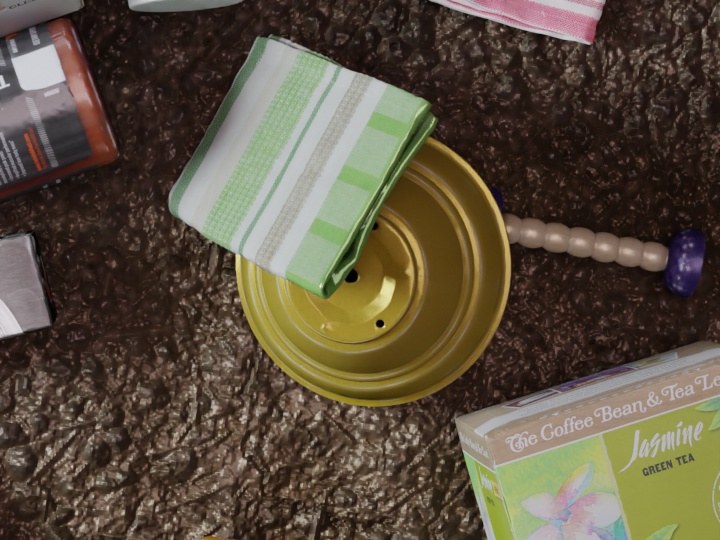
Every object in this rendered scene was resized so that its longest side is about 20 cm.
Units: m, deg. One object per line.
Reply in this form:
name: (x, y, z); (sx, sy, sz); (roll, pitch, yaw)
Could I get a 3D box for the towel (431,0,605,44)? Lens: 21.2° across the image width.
towel: (0.126, -0.277, 1.391); (0.145, 0.030, 0.201); (15, 89, -7)

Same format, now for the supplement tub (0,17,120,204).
supplement tub: (-0.271, -0.092, 1.309); (0.199, 0.107, 0.108); (-21, 93, -6)

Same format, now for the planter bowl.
planter bowl: (0.000, 0.000, 1.325); (0.199, 0.083, 0.202); (1, 95, 12)

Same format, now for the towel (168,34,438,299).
towel: (-0.042, -0.072, 1.303); (0.031, 0.200, 0.150); (30, 89, -41)

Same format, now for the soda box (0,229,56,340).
soda box: (-0.314, 0.028, 1.328); (0.199, 0.063, 0.071); (-14, 92, -6)

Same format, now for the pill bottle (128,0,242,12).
pill bottle: (-0.127, -0.283, 1.320); (0.110, 0.111, 0.201); (-5, 92, -6)

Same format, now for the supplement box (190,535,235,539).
supplement box: (-0.163, 0.264, 1.308); (0.199, 0.073, 0.127); (-11, 93, -31)

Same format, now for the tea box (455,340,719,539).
tea box: (0.194, 0.171, 1.353); (0.199, 0.134, 0.198); (-18, 92, -6)

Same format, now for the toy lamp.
toy lamp: (0.145, -0.021, 1.384); (0.199, 0.058, 0.059); (11, 90, -6)

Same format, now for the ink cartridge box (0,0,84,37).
ink cartridge box: (-0.287, -0.252, 1.295); (0.144, 0.084, 0.201); (-20, 79, -6)
